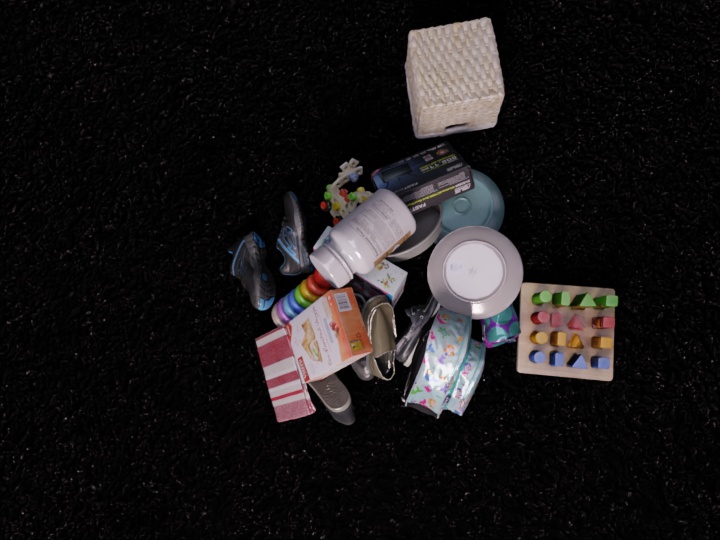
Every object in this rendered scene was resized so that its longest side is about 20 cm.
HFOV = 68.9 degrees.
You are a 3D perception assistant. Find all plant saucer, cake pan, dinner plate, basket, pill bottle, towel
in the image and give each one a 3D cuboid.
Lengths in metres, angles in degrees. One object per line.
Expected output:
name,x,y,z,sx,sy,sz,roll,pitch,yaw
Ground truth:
plant saucer,0.232,-0.145,1.207,0.200,0.036,0.200,-1,83,6
cake pan,0.092,-0.094,1.163,0.200,0.037,0.200,-18,41,17
dinner plate,0.241,0.003,1.110,0.200,0.024,0.200,-2,82,14
basket,0.207,-0.427,1.186,0.198,0.161,0.200,-8,83,5
pill bottle,0.003,-0.059,1.036,0.200,0.114,0.114,-41,80,-12
towel,-0.171,0.231,1.171,0.144,0.023,0.200,-28,76,46

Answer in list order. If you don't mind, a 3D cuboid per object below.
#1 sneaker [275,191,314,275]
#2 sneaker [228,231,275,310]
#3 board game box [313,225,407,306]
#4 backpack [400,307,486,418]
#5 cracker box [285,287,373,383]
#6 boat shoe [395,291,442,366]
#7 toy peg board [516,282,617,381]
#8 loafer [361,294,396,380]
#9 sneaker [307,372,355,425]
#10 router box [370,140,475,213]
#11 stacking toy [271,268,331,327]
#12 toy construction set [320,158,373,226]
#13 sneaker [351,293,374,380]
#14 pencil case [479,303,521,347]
sneaker,-0.164,-0.086,1.226,0.082,0.073,0.200,-11,81,5
sneaker,-0.252,0.010,1.209,0.082,0.073,0.200,-25,57,12
board game box,0.000,0.000,1.155,0.200,0.148,0.064,30,76,10
backpack,0.176,0.184,1.075,0.150,0.178,0.200,13,110,14
cracker box,-0.069,0.134,1.056,0.058,0.200,0.134,-6,69,-38
boat shoe,0.123,0.111,1.166,0.066,0.075,0.200,27,96,4
toy peg board,0.445,0.127,1.115,0.200,0.098,0.199,4,83,8
loafer,0.050,0.145,1.101,0.075,0.070,0.200,-18,118,-22
sneaker,-0.081,0.255,1.177,0.075,0.106,0.200,-27,51,-12
router box,0.132,-0.201,1.168,0.200,0.062,0.150,-23,36,2
stacking toy,-0.115,0.053,1.148,0.085,0.085,0.200,50,127,10
toy construction set,-0.024,-0.167,1.189,0.092,0.131,0.200,6,40,-27
sneaker,-0.008,0.147,1.168,0.066,0.091,0.200,-10,82,6
pencil case,0.280,0.066,1.148,0.092,0.085,0.200,-14,79,-23
